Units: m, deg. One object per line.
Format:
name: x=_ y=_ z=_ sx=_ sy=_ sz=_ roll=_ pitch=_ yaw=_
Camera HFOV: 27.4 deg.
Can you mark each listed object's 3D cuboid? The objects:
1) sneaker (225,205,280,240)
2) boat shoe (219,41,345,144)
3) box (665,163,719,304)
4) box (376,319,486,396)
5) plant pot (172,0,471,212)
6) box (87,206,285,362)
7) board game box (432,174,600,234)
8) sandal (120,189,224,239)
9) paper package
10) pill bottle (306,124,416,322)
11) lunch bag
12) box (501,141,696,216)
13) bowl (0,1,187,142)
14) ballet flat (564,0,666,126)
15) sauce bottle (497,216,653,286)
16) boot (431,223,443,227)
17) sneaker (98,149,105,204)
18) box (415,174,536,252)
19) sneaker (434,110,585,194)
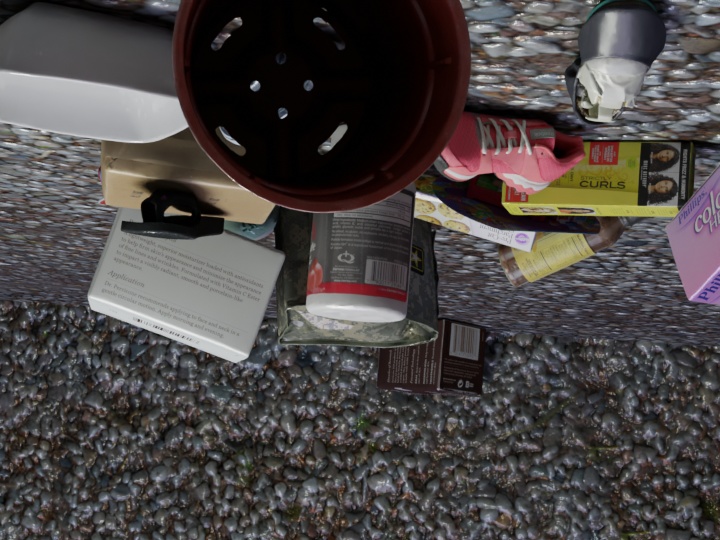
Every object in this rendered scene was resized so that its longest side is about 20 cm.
sneaker: x=-0.142 y=-0.086 z=1.862 sx=0.199 sy=0.074 sz=0.118 roll=-16 pitch=167 yaw=40
boat shoe: x=-0.096 y=-0.166 z=1.308 sx=0.090 sy=0.072 sz=0.200 roll=11 pitch=163 yaw=-33
box: x=0.442 y=-0.046 z=1.473 sx=0.198 sy=0.097 sz=0.176 roll=8 pitch=141 yaw=-22
box: x=0.167 y=0.206 z=3.463 sx=0.199 sy=0.166 sz=0.165 roll=-3 pitch=169 yaw=44
plant pot: x=-0.043 y=-0.142 z=1.054 sx=0.199 sy=0.203 sz=0.195 roll=6 pitch=180 yaw=-12
box: x=-0.208 y=0.013 z=1.739 sx=0.198 sy=0.132 sz=0.200 roll=21 pitch=172 yaw=-6
board game box: x=0.181 y=-0.092 z=1.685 sx=0.198 sy=0.039 sz=0.158 roll=2 pitch=-156 yaw=-28
sandal: x=-0.191 y=-0.058 z=1.495 sx=0.075 sy=0.048 sz=0.200 roll=3 pitch=-176 yaw=8
paper package: x=-0.172 y=-0.122 z=1.522 sx=0.189 sy=0.104 sz=0.200 roll=7 pitch=173 yaw=-8
pill bottle: x=0.003 y=-0.050 z=1.578 sx=0.110 sy=0.202 sz=0.111 roll=5 pitch=172 yaw=1
lunch bag: x=0.000 y=0.000 z=1.760 sx=0.198 sy=0.165 sz=0.118 roll=2 pitch=151 yaw=-10
box: x=0.253 y=-0.097 z=1.566 sx=0.198 sy=0.076 sz=0.050 roll=3 pitch=169 yaw=20
bowl: x=-0.243 y=-0.174 z=1.295 sx=0.198 sy=0.075 sz=0.199 roll=9 pitch=171 yaw=-24
ballet flat: x=0.202 y=-0.157 z=1.181 sx=0.072 sy=0.074 sz=0.200 roll=4 pitch=172 yaw=0
sauce bottle: x=0.263 y=-0.046 z=1.767 sx=0.199 sy=0.065 sz=0.065 roll=-25 pitch=162 yaw=18
boot: x=0.126 y=-0.070 z=1.875 sx=0.199 sy=0.065 sz=0.186 roll=-3 pitch=160 yaw=39
sneaker: x=-0.276 y=-0.118 z=1.729 sx=0.111 sy=0.072 sz=0.200 roll=-1 pitch=173 yaw=13
box: x=0.112 y=-0.075 z=1.725 sx=0.198 sy=0.039 sz=0.042 roll=18 pitch=132 yaw=7
sneaker: x=0.147 y=-0.131 z=1.469 sx=0.199 sy=0.074 sz=0.086 roll=7 pitch=159 yaw=-44
